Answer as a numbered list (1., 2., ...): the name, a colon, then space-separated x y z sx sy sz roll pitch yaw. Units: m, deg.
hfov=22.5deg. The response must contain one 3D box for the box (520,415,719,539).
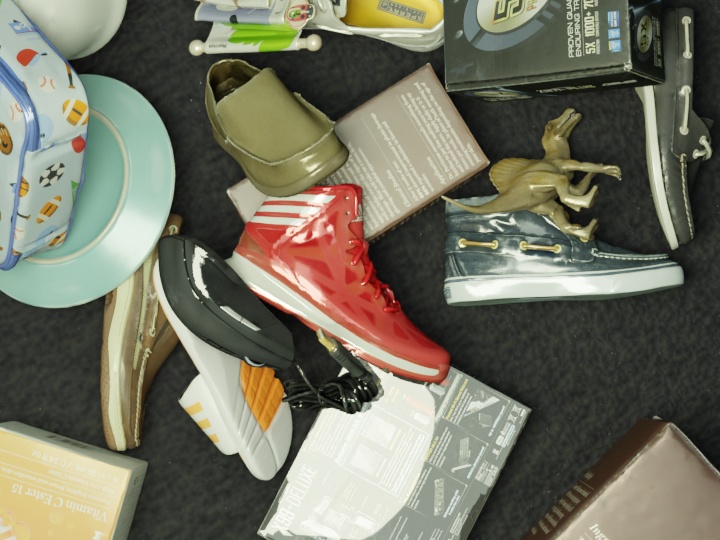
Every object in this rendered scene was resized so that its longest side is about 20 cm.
1. box: 0.220 0.243 1.428 0.200 0.166 0.164 -44 86 0

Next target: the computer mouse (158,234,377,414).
1. computer mouse: -0.078 0.052 1.398 0.200 0.140 0.046 49 63 -23

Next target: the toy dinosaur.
1. toy dinosaur: 0.145 -0.063 1.457 0.100 0.200 0.059 23 127 23

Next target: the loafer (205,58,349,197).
1. loafer: -0.078 -0.117 1.442 0.076 0.200 0.068 -37 122 -15

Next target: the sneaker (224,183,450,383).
1. sneaker: 0.000 0.000 1.424 0.199 0.078 0.116 28 93 -2

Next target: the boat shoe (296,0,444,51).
1. boat shoe: -0.018 -0.229 1.506 0.198 0.070 0.072 16 88 3

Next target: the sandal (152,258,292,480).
1. sandal: -0.124 0.079 1.489 0.059 0.079 0.208 -18 107 34

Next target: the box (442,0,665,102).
1. box: 0.154 -0.247 1.463 0.162 0.086 0.202 -2 87 29

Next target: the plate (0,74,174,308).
1. plate: -0.247 -0.070 1.495 0.198 0.026 0.202 -5 76 20

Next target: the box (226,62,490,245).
1. box: -0.001 -0.074 1.498 0.199 0.075 0.101 -32 88 -2

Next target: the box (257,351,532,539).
1. box: 0.028 0.166 1.496 0.157 0.050 0.201 27 88 3

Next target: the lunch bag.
1. lunch bag: -0.288 -0.106 1.415 0.075 0.201 0.160 -27 63 -39

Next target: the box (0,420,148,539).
1. box: -0.265 0.238 1.478 0.123 0.097 0.202 16 88 2

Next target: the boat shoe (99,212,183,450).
1. boat shoe: -0.175 0.047 1.498 0.074 0.075 0.205 2 87 -4

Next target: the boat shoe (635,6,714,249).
1. boat shoe: 0.262 -0.120 1.494 0.060 0.074 0.202 -8 79 6

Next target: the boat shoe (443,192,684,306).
1. boat shoe: 0.166 -0.022 1.490 0.198 0.071 0.092 -3 85 1

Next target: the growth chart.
1. growth chart: -0.092 -0.270 1.502 0.143 0.018 0.202 -5 77 26

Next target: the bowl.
1. bowl: -0.294 -0.235 1.449 0.200 0.202 0.091 32 46 3
